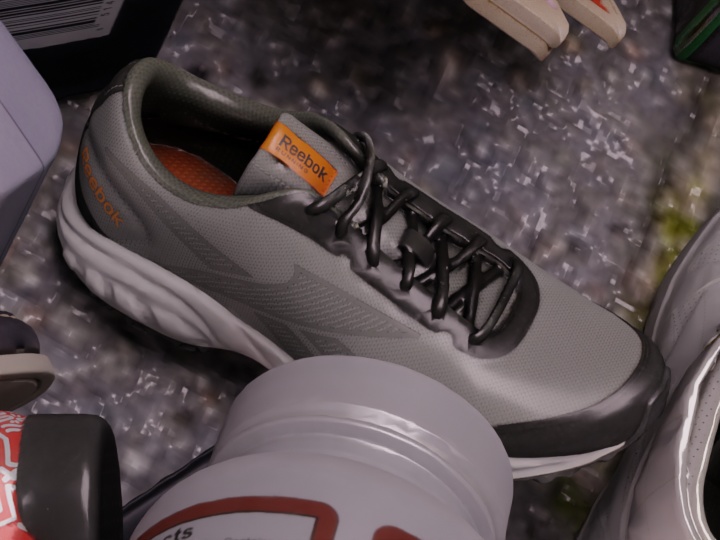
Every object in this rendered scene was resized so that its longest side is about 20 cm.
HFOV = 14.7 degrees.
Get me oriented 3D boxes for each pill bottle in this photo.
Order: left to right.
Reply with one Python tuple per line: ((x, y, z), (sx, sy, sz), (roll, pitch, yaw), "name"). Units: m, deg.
((-0.019, 0.121, 0.710), (0.112, 0.112, 0.201), (27, 45, -9), "pill bottle")

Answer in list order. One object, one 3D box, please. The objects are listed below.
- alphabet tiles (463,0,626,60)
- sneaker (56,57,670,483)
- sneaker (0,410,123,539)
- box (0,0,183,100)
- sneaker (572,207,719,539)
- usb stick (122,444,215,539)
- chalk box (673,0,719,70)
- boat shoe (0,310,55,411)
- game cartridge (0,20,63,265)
((0.006, -0.150, 0.917), (0.195, 0.015, 0.200), (30, 25, -36), "alphabet tiles")
((0.000, 0.000, 0.838), (0.199, 0.080, 0.074), (24, 48, 9), "sneaker")
((-0.122, 0.139, 0.760), (0.107, 0.067, 0.203), (0, 82, 4), "sneaker")
((-0.124, -0.170, 0.859), (0.104, 0.148, 0.201), (-13, 69, -23), "box")
((0.132, 0.034, 0.887), (0.073, 0.116, 0.201), (29, 56, -5), "sneaker")
((-0.017, 0.068, 0.855), (0.200, 0.033, 0.056), (-33, 84, -33), "usb stick")
((0.193, -0.134, 0.994), (0.123, 0.124, 0.201), (14, 61, -16), "chalk box")
((-0.185, 0.018, 0.784), (0.199, 0.073, 0.063), (-4, 69, -20), "boat shoe")
((-0.168, -0.082, 0.805), (0.200, 0.133, 0.040), (47, 64, 4), "game cartridge")
